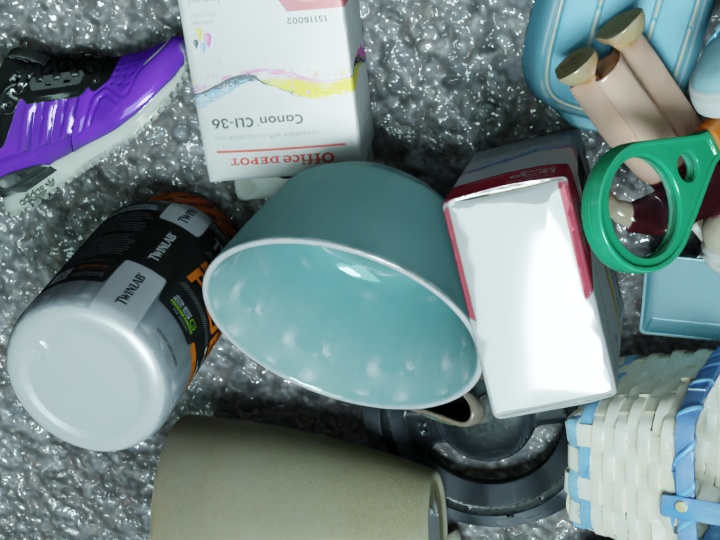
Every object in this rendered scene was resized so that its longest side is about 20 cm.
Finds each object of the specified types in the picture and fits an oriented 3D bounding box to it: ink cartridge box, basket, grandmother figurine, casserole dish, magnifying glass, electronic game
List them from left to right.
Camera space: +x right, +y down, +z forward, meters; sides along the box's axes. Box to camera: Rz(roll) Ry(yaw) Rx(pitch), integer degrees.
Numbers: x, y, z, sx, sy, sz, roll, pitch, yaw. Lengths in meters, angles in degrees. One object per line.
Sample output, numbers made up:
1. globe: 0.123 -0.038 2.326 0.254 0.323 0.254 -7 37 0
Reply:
1. ink cartridge box: -0.055 -0.132 1.066 0.116 0.068 0.201 -3 117 10
2. electronic game: 0.099 0.111 1.182 0.199 0.042 0.201 4 111 12
3. ink cartridge box: 0.121 -0.005 1.016 0.085 0.200 0.148 -13 102 15
4. casserole dish: 0.180 -0.180 1.024 0.120 0.039 0.201 13 119 2
5. grandmother figurine: 0.212 -0.072 1.016 0.121 0.061 0.200 -38 106 13
6. magnifying glass: 0.209 -0.070 0.966 0.022 0.200 0.080 -5 119 56
7. basket: 0.257 0.130 1.066 0.199 0.176 0.140 0 108 32

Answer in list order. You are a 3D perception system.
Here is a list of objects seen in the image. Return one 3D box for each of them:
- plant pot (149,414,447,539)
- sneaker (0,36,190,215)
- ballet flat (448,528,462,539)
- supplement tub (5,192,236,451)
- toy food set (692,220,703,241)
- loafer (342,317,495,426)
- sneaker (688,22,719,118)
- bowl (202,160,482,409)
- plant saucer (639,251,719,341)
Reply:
1. plant pot: -0.037 0.204 1.163 0.199 0.188 0.188 -2 117 12
2. sneaker: -0.213 -0.126 1.092 0.200 0.070 0.100 -32 106 21
3. ballet flat: -0.007 0.245 1.267 0.199 0.067 0.063 -5 89 7
4. supplement tub: -0.160 0.028 1.085 0.122 0.200 0.123 7 120 12
5. toy food set: 0.351 -0.044 1.056 0.200 0.060 0.143 -39 106 23
6. loafer: 0.014 0.064 1.131 0.199 0.063 0.072 19 110 19
7. sneaker: 0.262 -0.188 0.948 0.200 0.074 0.082 -51 122 -12
8. bowl: 0.000 0.000 1.046 0.200 0.105 0.201 13 147 8
9. plant saucer: 0.302 0.023 1.075 0.199 0.019 0.070 6 124 13
